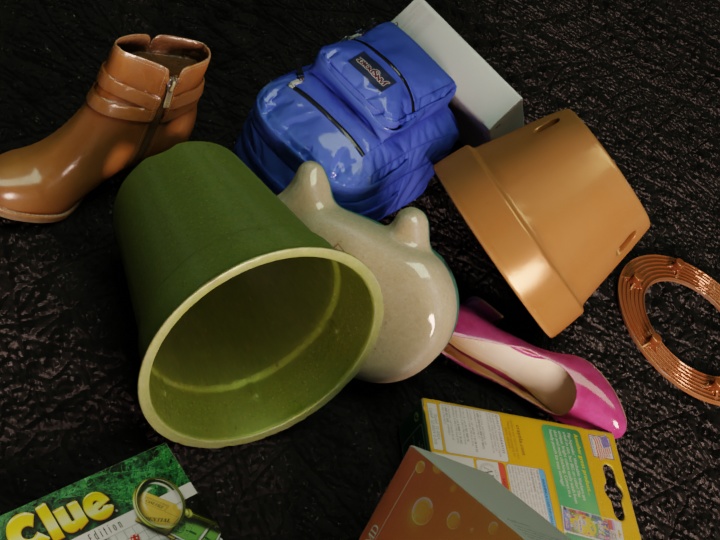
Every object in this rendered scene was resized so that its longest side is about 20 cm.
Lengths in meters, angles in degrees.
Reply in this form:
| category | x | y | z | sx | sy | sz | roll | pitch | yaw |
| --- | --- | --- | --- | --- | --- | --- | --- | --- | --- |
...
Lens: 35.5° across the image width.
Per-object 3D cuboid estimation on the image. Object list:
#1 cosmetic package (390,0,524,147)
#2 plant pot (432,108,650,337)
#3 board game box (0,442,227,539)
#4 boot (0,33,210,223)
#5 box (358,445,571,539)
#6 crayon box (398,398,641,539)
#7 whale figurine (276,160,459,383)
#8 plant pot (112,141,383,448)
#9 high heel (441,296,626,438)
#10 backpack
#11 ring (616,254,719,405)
| category | x | y | z | sx | sy | sz | roll | pitch | yaw |
| --- | --- | --- | --- | --- | --- | --- | --- | --- | --- |
| cosmetic package | 0.106 | -0.186 | 1.186 | 0.151 | 0.052 | 0.200 | 50 | 1 | 13 |
| plant pot | 0.180 | -0.058 | 1.074 | 0.201 | 0.139 | 0.200 | 53 | 8 | -10 |
| board game box | -0.189 | 0.198 | 0.768 | 0.199 | 0.024 | 0.105 | -21 | 64 | -42 |
| boot | -0.222 | -0.125 | 0.935 | 0.199 | 0.155 | 0.074 | -22 | 66 | -42 |
| box | 0.091 | 0.228 | 0.762 | 0.097 | 0.125 | 0.199 | 27 | 4 | -40 |
| crayon box | 0.135 | 0.189 | 0.957 | 0.198 | 0.052 | 0.127 | 12 | 47 | -22 |
| whale figurine | 0.000 | 0.000 | 0.983 | 0.200 | 0.159 | 0.104 | 48 | 17 | 6 |
| plant pot | -0.110 | 0.002 | 0.892 | 0.198 | 0.202 | 0.191 | -2 | 41 | -33 |
| high heel | 0.149 | 0.097 | 1.029 | 0.200 | 0.068 | 0.096 | 42 | 33 | 15 |
| backpack | -0.019 | -0.135 | 1.068 | 0.162 | 0.169 | 0.199 | 41 | 48 | 16 |
| ring | 0.371 | 0.060 | 1.245 | 0.198 | 0.019 | 0.202 | 17 | 46 | -18 |
